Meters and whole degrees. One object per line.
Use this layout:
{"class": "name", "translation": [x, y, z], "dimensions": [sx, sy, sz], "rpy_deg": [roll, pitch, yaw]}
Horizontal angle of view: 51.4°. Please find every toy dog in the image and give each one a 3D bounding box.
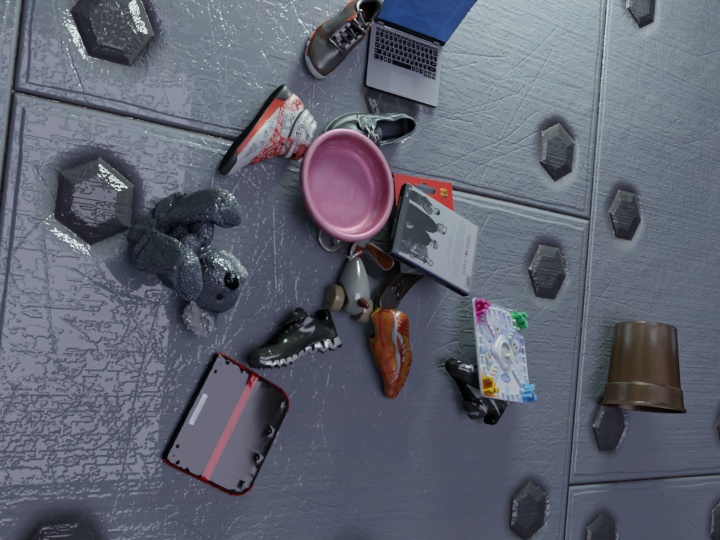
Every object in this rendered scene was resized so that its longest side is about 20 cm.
{"class": "toy dog", "translation": [0.000, 0.000, 1.397], "dimensions": [0.129, 0.095, 0.206], "rpy_deg": [-7, 95, -33]}

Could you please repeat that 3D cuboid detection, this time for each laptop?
{"class": "laptop", "translation": [0.120, -0.447, 1.457], "dimensions": [0.183, 0.115, 0.206], "rpy_deg": [7, 87, -33]}

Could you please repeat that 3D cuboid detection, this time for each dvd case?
{"class": "dvd case", "translation": [0.146, -0.058, 1.449], "dimensions": [0.197, 0.025, 0.154], "rpy_deg": [28, 61, -27]}

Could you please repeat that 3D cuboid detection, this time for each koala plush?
{"class": "koala plush", "translation": [-0.260, -0.007, 1.207], "dimensions": [0.201, 0.180, 0.180], "rpy_deg": [57, 49, -44]}

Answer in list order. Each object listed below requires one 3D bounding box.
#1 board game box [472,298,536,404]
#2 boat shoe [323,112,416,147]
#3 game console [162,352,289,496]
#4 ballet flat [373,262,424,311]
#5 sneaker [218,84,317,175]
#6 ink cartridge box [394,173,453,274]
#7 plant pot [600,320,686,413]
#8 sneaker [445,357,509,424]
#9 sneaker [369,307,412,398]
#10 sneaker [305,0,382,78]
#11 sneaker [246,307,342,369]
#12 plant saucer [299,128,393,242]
{"class": "board game box", "translation": [0.309, 0.172, 1.591], "dimensions": [0.197, 0.025, 0.206], "rpy_deg": [17, 64, -46]}
{"class": "boat shoe", "translation": [0.021, -0.268, 1.426], "dimensions": [0.196, 0.061, 0.075], "rpy_deg": [-13, 100, -32]}
{"class": "game console", "translation": [-0.226, 0.270, 1.296], "dimensions": [0.175, 0.031, 0.204], "rpy_deg": [33, 73, -25]}
{"class": "ballet flat", "translation": [0.088, 0.013, 1.493], "dimensions": [0.068, 0.046, 0.201], "rpy_deg": [47, 61, -14]}
{"class": "sneaker", "translation": [-0.153, -0.217, 1.307], "dimensions": [0.108, 0.067, 0.204], "rpy_deg": [43, 66, -24]}
{"class": "ink cartridge box", "translation": [0.146, -0.092, 1.499], "dimensions": [0.158, 0.050, 0.206], "rpy_deg": [5, 78, -34]}
{"class": "plant pot", "translation": [0.692, 0.235, 1.821], "dimensions": [0.196, 0.198, 0.204], "rpy_deg": [15, 76, -32]}
{"class": "sneaker", "translation": [0.241, 0.261, 1.574], "dimensions": [0.199, 0.066, 0.092], "rpy_deg": [39, 68, -30]}
{"class": "sneaker", "translation": [0.056, 0.157, 1.453], "dimensions": [0.073, 0.076, 0.205], "rpy_deg": [-37, 133, -48]}
{"class": "sneaker", "translation": [-0.028, -0.441, 1.377], "dimensions": [0.077, 0.081, 0.202], "rpy_deg": [43, 68, -26]}
{"class": "sneaker", "translation": [-0.122, 0.116, 1.339], "dimensions": [0.196, 0.066, 0.093], "rpy_deg": [-14, 96, -37]}
{"class": "plant saucer", "translation": [-0.030, -0.151, 1.361], "dimensions": [0.196, 0.050, 0.207], "rpy_deg": [6, 79, -33]}
